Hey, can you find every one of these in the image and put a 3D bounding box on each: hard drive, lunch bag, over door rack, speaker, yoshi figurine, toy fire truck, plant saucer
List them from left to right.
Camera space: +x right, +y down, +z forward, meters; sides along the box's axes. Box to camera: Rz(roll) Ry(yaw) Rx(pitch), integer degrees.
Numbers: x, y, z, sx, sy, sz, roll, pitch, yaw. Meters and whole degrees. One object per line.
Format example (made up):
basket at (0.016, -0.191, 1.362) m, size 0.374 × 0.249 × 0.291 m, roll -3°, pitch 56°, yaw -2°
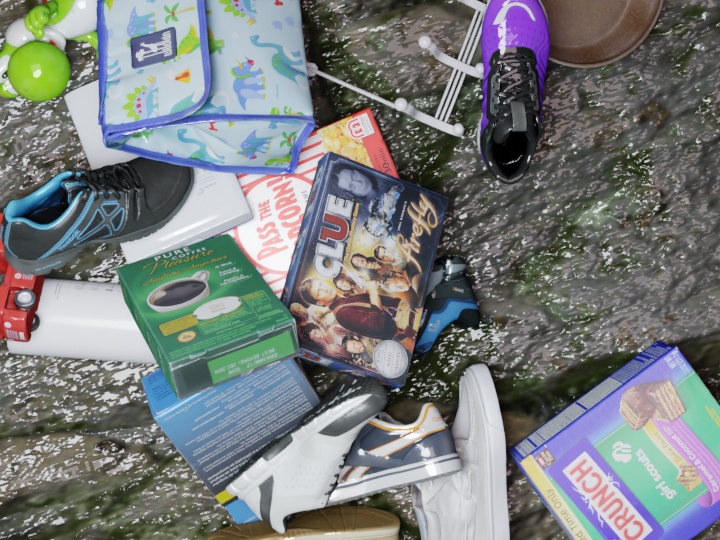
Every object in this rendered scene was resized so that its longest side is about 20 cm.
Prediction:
toy fire truck at (-0.373, -0.028, 1.317) m, size 0.140 × 0.049 × 0.201 m, roll 6°, pitch 56°, yaw -3°
yoshi figurine at (-0.289, -0.241, 1.345) m, size 0.112 × 0.112 × 0.200 m, roll 44°, pitch 91°, yaw -8°
speaker at (-0.253, 0.051, 1.354) m, size 0.199 × 0.081 × 0.082 m, roll 4°, pitch 89°, yaw -3°
hard drive at (-0.205, -0.115, 1.353) m, size 0.132 × 0.025 × 0.201 m, roll -24°, pitch 72°, yaw -2°
lunch bag at (-0.154, -0.193, 1.299) m, size 0.199 × 0.128 × 0.171 m, roll 0°, pitch 63°, yaw -16°
over door rack at (0.038, -0.239, 1.376) m, size 0.199 × 0.067 × 0.148 m, roll 22°, pitch 88°, yaw -2°
plant saucer at (0.219, -0.307, 1.382) m, size 0.200 × 0.037 × 0.201 m, roll 0°, pitch 91°, yaw -17°

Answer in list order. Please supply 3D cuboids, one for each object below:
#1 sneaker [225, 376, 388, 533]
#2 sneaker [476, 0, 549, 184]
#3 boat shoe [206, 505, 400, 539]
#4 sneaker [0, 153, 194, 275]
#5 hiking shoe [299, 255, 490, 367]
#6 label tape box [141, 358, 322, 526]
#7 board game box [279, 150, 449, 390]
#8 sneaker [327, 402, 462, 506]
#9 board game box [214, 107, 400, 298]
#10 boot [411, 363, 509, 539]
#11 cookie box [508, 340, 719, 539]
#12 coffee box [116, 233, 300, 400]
sneaker at (-0.038, 0.176, 1.287) m, size 0.200 × 0.074 × 0.080 m, roll -41°, pitch 90°, yaw 28°
sneaker at (0.154, -0.174, 1.320) m, size 0.069 × 0.100 × 0.201 m, roll 0°, pitch 122°, yaw 2°
boat shoe at (-0.056, 0.289, 1.370) m, size 0.199 × 0.074 × 0.070 m, roll -7°, pitch 102°, yaw -1°
sneaker at (-0.246, -0.065, 1.273) m, size 0.200 × 0.082 × 0.073 m, roll -30°, pitch 65°, yaw -20°
hiking shoe at (0.033, 0.059, 1.362) m, size 0.199 × 0.074 × 0.087 m, roll -26°, pitch 94°, yaw -9°
label tape box at (-0.110, 0.152, 1.355) m, size 0.144 × 0.063 × 0.200 m, roll -30°, pitch 131°, yaw -3°
board game box at (0.000, 0.000, 1.301) m, size 0.135 × 0.035 × 0.201 m, roll 20°, pitch 69°, yaw -16°
sneaker at (0.001, 0.190, 1.351) m, size 0.199 × 0.078 × 0.080 m, roll -18°, pitch 79°, yaw 15°
board game box at (-0.053, -0.057, 1.379) m, size 0.199 × 0.046 × 0.152 m, roll -24°, pitch 89°, yaw -2°
boot at (0.096, 0.199, 1.369) m, size 0.095 × 0.074 × 0.201 m, roll -5°, pitch 90°, yaw -8°
cookie box at (0.284, 0.200, 1.377) m, size 0.200 × 0.075 × 0.171 m, roll -36°, pitch 92°, yaw -1°
coffee box at (-0.145, 0.037, 1.248) m, size 0.123 × 0.200 × 0.044 m, roll -20°, pitch 121°, yaw -17°
